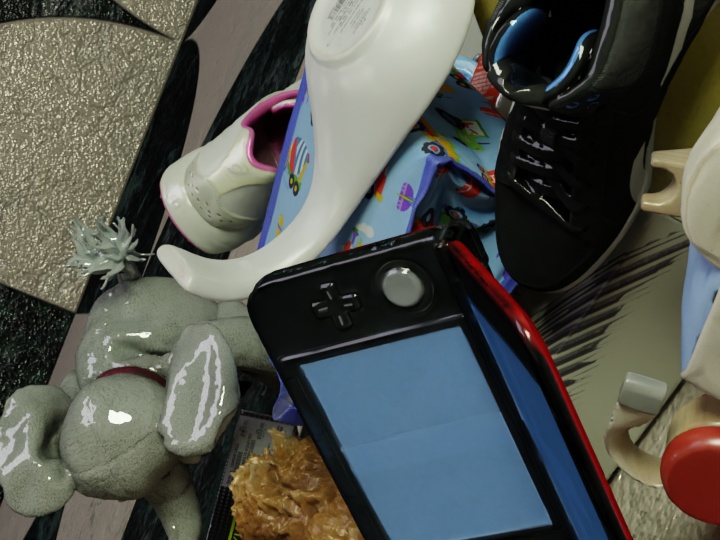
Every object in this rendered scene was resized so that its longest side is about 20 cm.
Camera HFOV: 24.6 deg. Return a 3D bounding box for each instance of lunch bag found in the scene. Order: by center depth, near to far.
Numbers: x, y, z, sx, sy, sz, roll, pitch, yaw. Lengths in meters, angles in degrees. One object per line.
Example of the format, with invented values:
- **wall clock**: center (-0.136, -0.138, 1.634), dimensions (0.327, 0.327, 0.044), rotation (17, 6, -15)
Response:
- **lunch bag**: center (0.000, 0.000, 0.848), dimensions (0.201, 0.093, 0.151), rotation (-63, 35, 22)

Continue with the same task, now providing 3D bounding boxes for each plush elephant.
- **plush elephant**: center (-0.118, 0.085, 0.955), dimensions (0.164, 0.200, 0.156), rotation (-16, 42, 23)

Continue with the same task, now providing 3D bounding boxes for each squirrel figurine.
- **squirrel figurine**: center (-0.026, 0.195, 0.914), dimensions (0.187, 0.140, 0.202), rotation (-179, 104, -73)

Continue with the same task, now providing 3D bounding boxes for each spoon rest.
- **spoon rest**: center (-0.014, -0.069, 0.766), dimensions (0.201, 0.060, 0.099), rotation (-54, 39, 7)

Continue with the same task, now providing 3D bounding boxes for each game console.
- **game console**: center (0.044, 0.094, 0.719), dimensions (0.171, 0.201, 0.119), rotation (-15, 24, 26)

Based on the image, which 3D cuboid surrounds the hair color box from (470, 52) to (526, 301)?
- **hair color box**: center (0.112, -0.073, 0.913), dimensions (0.201, 0.110, 0.064), rotation (-68, 17, -4)

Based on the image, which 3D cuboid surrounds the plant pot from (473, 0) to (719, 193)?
- **plant pot**: center (0.124, -0.154, 0.769), dimensions (0.200, 0.142, 0.201), rotation (-41, 23, 22)

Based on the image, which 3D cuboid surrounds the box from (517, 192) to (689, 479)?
- **box**: center (0.115, 0.041, 0.828), dimensions (0.201, 0.068, 0.082), rotation (-60, 17, 25)

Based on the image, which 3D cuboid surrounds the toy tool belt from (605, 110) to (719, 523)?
- **toy tool belt**: center (0.169, -0.009, 0.642), dimensions (0.123, 0.124, 0.201), rotation (-66, -10, -49)

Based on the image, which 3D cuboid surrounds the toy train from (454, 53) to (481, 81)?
- **toy train**: center (0.049, -0.039, 0.991), dimensions (0.200, 0.114, 0.087), rotation (-46, -9, 9)

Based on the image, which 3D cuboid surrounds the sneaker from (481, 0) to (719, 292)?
- **sneaker**: center (0.077, -0.065, 0.667), dimensions (0.112, 0.073, 0.201), rotation (-27, -36, -48)

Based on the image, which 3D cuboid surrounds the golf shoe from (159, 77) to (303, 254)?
- **golf shoe**: center (-0.031, -0.080, 0.995), dimensions (0.091, 0.075, 0.200), rotation (-36, 4, 45)

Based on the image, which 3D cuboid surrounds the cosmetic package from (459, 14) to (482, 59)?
- **cosmetic package**: center (0.093, -0.136, 1.062), dimensions (0.201, 0.107, 0.085), rotation (-62, 16, 23)

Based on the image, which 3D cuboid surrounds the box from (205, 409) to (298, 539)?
- **box**: center (-0.078, 0.222, 1.109), dimensions (0.194, 0.047, 0.201), rotation (92, -169, -64)
